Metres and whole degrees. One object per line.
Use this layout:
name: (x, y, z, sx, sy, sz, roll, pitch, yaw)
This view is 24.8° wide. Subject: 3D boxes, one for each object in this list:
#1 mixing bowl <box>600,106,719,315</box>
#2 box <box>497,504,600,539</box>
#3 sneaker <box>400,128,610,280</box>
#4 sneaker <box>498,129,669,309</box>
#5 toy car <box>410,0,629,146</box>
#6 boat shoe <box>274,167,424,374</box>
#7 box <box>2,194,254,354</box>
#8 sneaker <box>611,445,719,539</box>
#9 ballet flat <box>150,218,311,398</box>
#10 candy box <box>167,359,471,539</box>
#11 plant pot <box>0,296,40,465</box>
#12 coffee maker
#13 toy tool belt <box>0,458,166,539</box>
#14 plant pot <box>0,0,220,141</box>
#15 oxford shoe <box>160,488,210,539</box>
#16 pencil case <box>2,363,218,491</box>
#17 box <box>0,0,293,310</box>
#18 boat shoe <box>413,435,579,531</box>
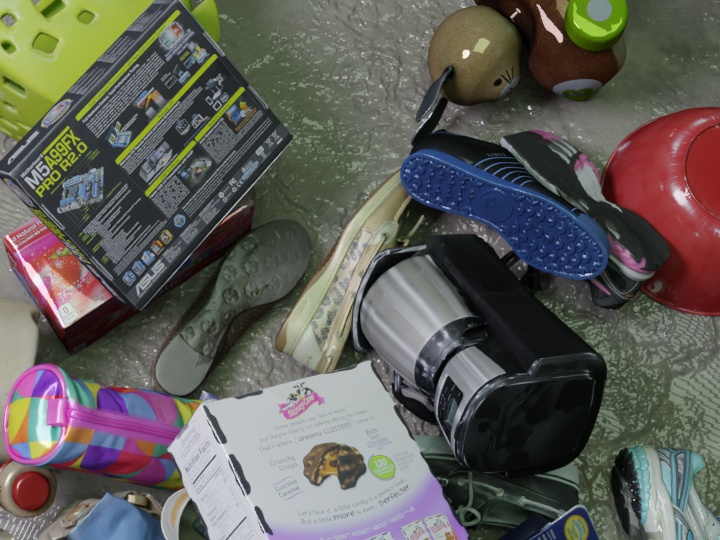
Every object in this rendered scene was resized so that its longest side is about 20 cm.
mixing bowl: (0.323, -0.069, 1.487, 0.198, 0.108, 0.202, 1, 73, -5)
box: (0.122, 0.289, 1.361, 0.199, 0.032, 0.122, -31, 110, -14)
sneaker: (0.135, -0.066, 1.432, 0.199, 0.071, 0.078, 29, 38, 8)
sneaker: (0.183, -0.043, 1.481, 0.080, 0.087, 0.200, -7, 47, -39)
toy car: (0.125, -0.186, 1.481, 0.200, 0.164, 0.158, -42, 80, -8)
boat shoe: (0.000, 0.000, 1.453, 0.062, 0.073, 0.201, 33, 82, 3)
box: (-0.199, -0.029, 1.424, 0.199, 0.096, 0.100, -34, 79, -15)
sneaker: (0.280, 0.244, 1.399, 0.085, 0.078, 0.202, -6, 73, -11)
ballet flat: (-0.116, 0.034, 1.444, 0.067, 0.046, 0.201, 40, 69, -6)
candy box: (-0.023, 0.181, 1.210, 0.167, 0.072, 0.201, -11, 62, -39)
plant pot: (-0.360, 0.083, 1.335, 0.182, 0.200, 0.203, 9, 71, -14)
coffee maker: (0.117, 0.061, 1.368, 0.191, 0.136, 0.200, -27, 43, -15)
toy tool belt: (-0.200, 0.227, 1.297, 0.125, 0.123, 0.200, -48, 109, -19)
plant pot: (-0.235, -0.193, 1.426, 0.181, 0.199, 0.200, 45, 73, 3)
oxford shoe: (-0.067, 0.230, 1.233, 0.199, 0.058, 0.075, 35, 71, 5)
pencil case: (-0.191, 0.130, 1.321, 0.088, 0.199, 0.089, -11, 72, 38)
box: (-0.172, -0.095, 1.331, 0.200, 0.044, 0.160, -50, 118, -15)
boat shoe: (0.090, 0.192, 1.397, 0.197, 0.074, 0.069, 12, 57, -12)
